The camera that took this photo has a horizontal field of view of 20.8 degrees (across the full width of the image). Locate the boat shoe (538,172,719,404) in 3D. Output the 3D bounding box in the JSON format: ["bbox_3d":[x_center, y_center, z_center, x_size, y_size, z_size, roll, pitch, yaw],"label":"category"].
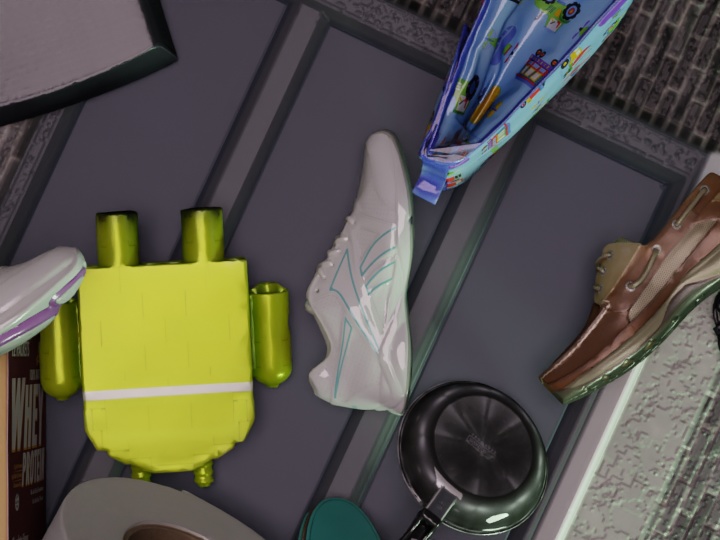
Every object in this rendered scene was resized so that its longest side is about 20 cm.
[{"bbox_3d":[0.200,0.011,1.388,0.200,0.076,0.074,-41,78,-4],"label":"boat shoe"}]

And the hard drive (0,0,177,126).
[{"bbox_3d":[-0.244,-0.180,1.411,0.198,0.042,0.136,-17,93,1],"label":"hard drive"}]

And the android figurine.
[{"bbox_3d":[-0.138,0.057,1.392,0.180,0.041,0.202,-5,97,-6],"label":"android figurine"}]

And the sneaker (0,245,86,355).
[{"bbox_3d":[-0.274,0.021,1.259,0.199,0.075,0.100,-26,87,0],"label":"sneaker"}]

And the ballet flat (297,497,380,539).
[{"bbox_3d":[-0.003,0.247,1.352,0.067,0.201,0.071,-5,128,-16],"label":"ballet flat"}]

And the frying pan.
[{"bbox_3d":[0.052,0.142,1.363,0.189,0.031,0.115,-25,75,-29],"label":"frying pan"}]

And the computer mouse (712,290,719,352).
[{"bbox_3d":[0.340,0.070,1.390,0.140,0.046,0.201,-29,88,-1],"label":"computer mouse"}]

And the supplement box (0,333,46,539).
[{"bbox_3d":[-0.327,0.119,1.360,0.198,0.133,0.200,-1,88,2],"label":"supplement box"}]

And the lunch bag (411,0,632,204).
[{"bbox_3d":[0.099,-0.132,1.351,0.094,0.151,0.201,32,89,3],"label":"lunch bag"}]

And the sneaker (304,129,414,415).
[{"bbox_3d":[0.000,0.000,1.390,0.079,0.070,0.203,2,89,4],"label":"sneaker"}]

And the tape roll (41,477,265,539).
[{"bbox_3d":[-0.138,0.253,1.297,0.202,0.203,0.140,31,106,2],"label":"tape roll"}]
